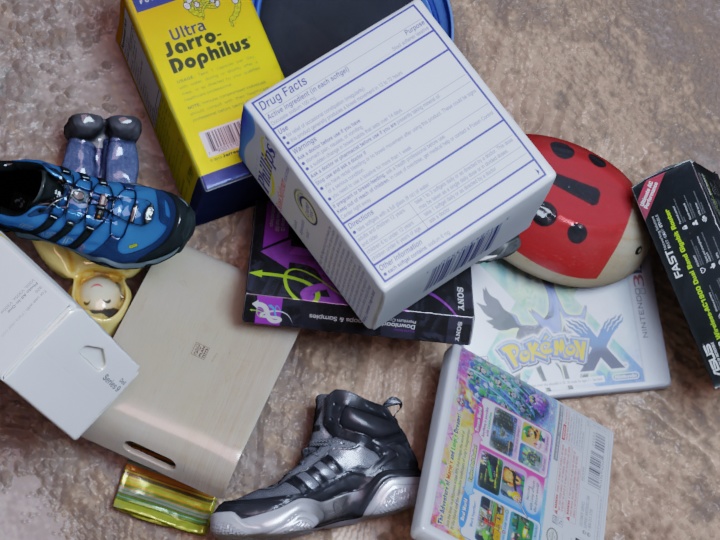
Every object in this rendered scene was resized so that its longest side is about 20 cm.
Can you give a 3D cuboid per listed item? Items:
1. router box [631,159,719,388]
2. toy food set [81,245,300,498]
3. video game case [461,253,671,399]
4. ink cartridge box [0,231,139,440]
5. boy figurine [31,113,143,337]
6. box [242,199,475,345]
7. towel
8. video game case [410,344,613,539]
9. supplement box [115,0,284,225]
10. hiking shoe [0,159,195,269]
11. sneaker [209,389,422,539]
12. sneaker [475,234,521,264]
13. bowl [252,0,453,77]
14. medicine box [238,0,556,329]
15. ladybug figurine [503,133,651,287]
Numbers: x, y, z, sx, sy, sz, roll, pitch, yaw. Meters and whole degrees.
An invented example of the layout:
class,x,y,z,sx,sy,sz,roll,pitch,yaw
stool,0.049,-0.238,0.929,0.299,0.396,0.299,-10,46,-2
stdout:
class,x,y,z,sx,sy,sz,roll,pitch,yaw
router box,0.324,0.005,1.513,0.062,0.150,0.201,-24,79,19
toy food set,-0.143,0.080,1.443,0.143,0.060,0.201,24,63,1
video game case,0.181,0.029,1.547,0.198,0.022,0.184,-5,76,-12
ink cartridge box,-0.290,0.028,1.348,0.200,0.145,0.088,37,80,27
boy figurine,-0.236,-0.035,1.461,0.123,0.064,0.202,5,72,-13
box,0.000,0.000,1.459,0.198,0.036,0.143,7,36,-5
towel,-0.148,0.126,1.459,0.085,0.018,0.201,18,72,-7
video game case,0.136,0.183,1.436,0.181,0.024,0.201,29,47,-17
supplement box,-0.133,-0.161,1.489,0.109,0.109,0.201,-21,80,-16
hiking shoe,-0.237,-0.048,1.384,0.198,0.087,0.075,7,79,15
sneaker,-0.043,0.168,1.441,0.199,0.075,0.115,-9,77,-19
sneaker,0.060,-0.071,1.474,0.200,0.080,0.074,35,39,29
bowl,-0.011,-0.233,1.562,0.199,0.039,0.202,4,74,-15
medicine box,0.027,-0.089,1.381,0.182,0.103,0.200,-33,76,-18
ladybug figurine,0.181,-0.062,1.517,0.199,0.072,0.137,19,66,-9
